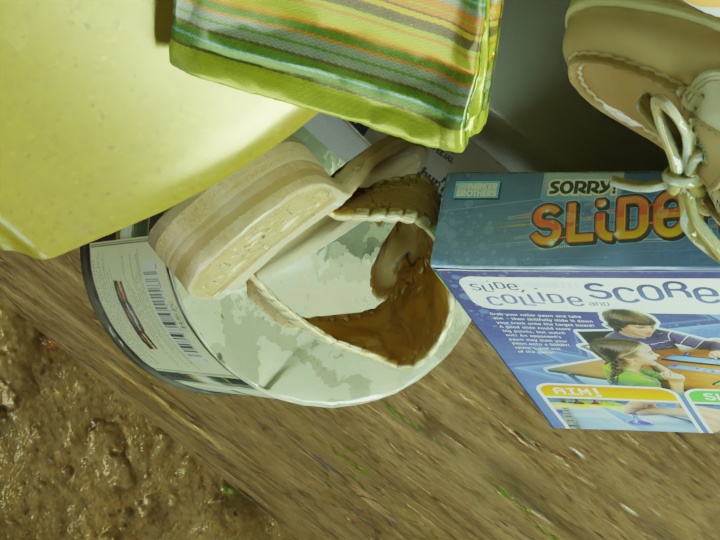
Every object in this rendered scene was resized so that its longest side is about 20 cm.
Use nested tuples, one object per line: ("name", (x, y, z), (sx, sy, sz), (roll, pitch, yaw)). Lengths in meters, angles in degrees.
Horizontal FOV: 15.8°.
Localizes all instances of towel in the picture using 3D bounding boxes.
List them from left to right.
("towel", (-0.003, -0.120, 0.610), (0.086, 0.018, 0.201), (14, 130, 11))

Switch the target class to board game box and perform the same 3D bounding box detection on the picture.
("board game box", (0.138, 0.013, 0.823), (0.199, 0.035, 0.135), (1, 155, 22))

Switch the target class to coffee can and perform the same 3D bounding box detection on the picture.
("coffee can", (-0.039, -0.013, 1.198), (0.146, 0.147, 0.200), (38, 169, -13))

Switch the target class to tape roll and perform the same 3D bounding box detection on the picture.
("tape roll", (0.047, -0.063, 0.923), (0.200, 0.066, 0.200), (33, 169, 7))

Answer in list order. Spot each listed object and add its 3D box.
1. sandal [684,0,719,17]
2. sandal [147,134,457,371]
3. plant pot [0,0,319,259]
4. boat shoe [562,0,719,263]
("sandal", (0.062, -0.115, 0.653), (0.207, 0.059, 0.079), (41, 168, -32))
("sandal", (-0.004, 0.004, 0.825), (0.070, 0.078, 0.212), (52, -169, 8))
("plant pot", (-0.093, -0.119, 0.740), (0.194, 0.200, 0.195), (41, 167, -30))
("boat shoe", (0.131, -0.020, 0.719), (0.200, 0.063, 0.073), (30, 171, 29))
